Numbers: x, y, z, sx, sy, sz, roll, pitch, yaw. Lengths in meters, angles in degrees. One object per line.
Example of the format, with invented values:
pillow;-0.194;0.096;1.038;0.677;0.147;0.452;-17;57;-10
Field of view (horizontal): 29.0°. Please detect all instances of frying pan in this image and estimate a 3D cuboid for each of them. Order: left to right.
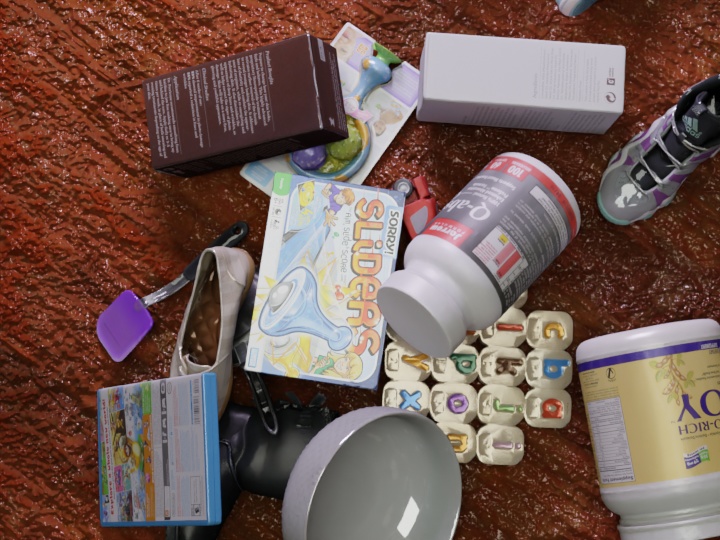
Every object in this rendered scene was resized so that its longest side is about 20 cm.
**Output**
frying pan;-0.135;0.078;1.425;0.114;0.031;0.191;-5;62;16

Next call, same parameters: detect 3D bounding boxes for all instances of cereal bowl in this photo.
cereal bowl;0.000;0.226;1.352;0.083;0.200;0.201;11;82;49

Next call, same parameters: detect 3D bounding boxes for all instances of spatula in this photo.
spatula;-0.197;0.014;1.470;0.200;0.021;0.057;-39;69;-2

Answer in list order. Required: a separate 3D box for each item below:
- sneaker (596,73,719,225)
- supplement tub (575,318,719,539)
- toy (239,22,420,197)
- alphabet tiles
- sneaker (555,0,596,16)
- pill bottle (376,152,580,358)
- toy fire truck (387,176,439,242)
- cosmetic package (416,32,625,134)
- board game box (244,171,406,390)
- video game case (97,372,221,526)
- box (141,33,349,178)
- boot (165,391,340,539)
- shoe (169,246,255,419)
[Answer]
sneaker;0.316;-0.132;1.380;0.078;0.140;0.200;44;88;8
supplement tub;0.295;0.157;1.347;0.145;0.145;0.201;-10;82;4
toy;-0.028;-0.154;1.462;0.115;0.047;0.200;36;87;9
alphabet tiles;0.120;0.097;1.425;0.195;0.015;0.201;3;83;-4
sneaker;0.233;-0.369;1.450;0.130;0.080;0.200;37;78;6
pill bottle;0.116;-0.014;1.368;0.116;0.116;0.200;41;66;8
toy fire truck;0.000;0.000;1.436;0.199;0.049;0.142;-23;90;-4
cosmetic package;0.160;-0.189;1.413;0.199;0.101;0.072;4;83;-1
board game box;-0.035;0.011;1.388;0.135;0.034;0.201;8;85;-3
video game case;-0.204;0.182;1.385;0.200;0.018;0.144;-12;78;48
box;-0.119;-0.167;1.432;0.199;0.075;0.101;-11;82;24
boot;-0.105;0.218;1.412;0.162;0.073;0.199;6;78;8
shoe;-0.159;0.071;1.389;0.070;0.053;0.201;12;87;24
